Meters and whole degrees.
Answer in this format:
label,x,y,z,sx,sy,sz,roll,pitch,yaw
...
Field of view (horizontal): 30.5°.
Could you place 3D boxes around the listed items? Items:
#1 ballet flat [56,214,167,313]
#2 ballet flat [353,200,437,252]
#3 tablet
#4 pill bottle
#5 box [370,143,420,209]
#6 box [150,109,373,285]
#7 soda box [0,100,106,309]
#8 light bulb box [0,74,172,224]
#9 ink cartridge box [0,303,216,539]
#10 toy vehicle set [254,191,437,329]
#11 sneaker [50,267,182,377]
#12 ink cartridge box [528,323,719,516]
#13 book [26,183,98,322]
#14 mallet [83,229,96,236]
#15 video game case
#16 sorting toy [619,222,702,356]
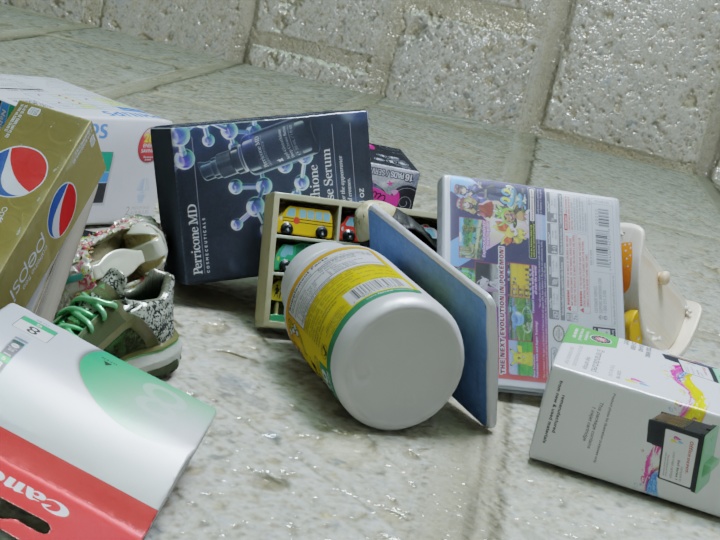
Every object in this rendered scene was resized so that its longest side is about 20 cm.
label,x,y,z,sx,sy,sz,roll,pitch,yaw
ballet flat,-0.212,-0.007,1.185,0.063,0.076,0.200,-14,12,25
ballet flat,0.070,0.008,1.239,0.200,0.067,0.057,47,-20,-14
tablet,0.060,0.035,1.138,0.014,0.131,0.200,-18,33,-23
pill bottle,0.000,0.044,1.109,0.112,0.114,0.200,7,16,-23
box,-0.043,-0.098,1.615,0.198,0.116,0.132,9,16,-11
box,-0.094,-0.075,1.294,0.198,0.150,0.107,-8,8,-18
soda box,-0.272,-0.031,1.015,0.067,0.064,0.201,16,59,12
light bulb box,-0.352,-0.135,1.455,0.199,0.126,0.198,23,16,31
ink cartridge box,-0.184,0.096,0.804,0.160,0.050,0.200,28,12,-2
toy vehicle set,0.000,0.000,1.254,0.198,0.126,0.026,6,-5,-25
sneaker,-0.204,0.040,0.985,0.076,0.089,0.200,18,17,24
ink cartridge box,0.250,0.124,1.084,0.198,0.085,0.145,17,15,11
book,-0.333,-0.042,1.095,0.198,0.135,0.048,14,-18,9
mallet,-0.229,-0.023,1.327,0.065,0.042,0.200,16,11,18
video game case,0.158,0.017,1.224,0.180,0.202,0.023,7,-20,-13
sorting toy,0.235,0.037,1.375,0.179,0.108,0.200,5,-21,35
